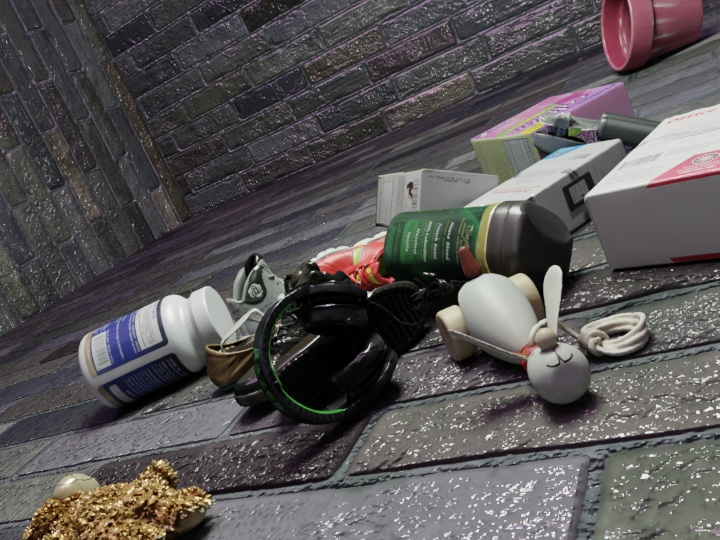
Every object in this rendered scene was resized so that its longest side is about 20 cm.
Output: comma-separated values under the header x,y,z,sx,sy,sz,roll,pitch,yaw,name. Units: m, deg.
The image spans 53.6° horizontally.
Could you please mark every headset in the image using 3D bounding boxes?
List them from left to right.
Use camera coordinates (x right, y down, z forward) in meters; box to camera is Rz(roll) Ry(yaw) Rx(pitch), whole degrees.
x,y,z,sx,sy,sz,roll,pitch,yaw,name
-0.003,0.060,0.664,0.198,0.125,0.094,-25,-2,-34,headset

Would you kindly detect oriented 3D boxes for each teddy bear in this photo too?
x,y,z,sx,sy,sz,roll,pitch,yaw,name
-0.215,0.211,0.617,0.144,0.068,0.199,-32,16,-31,teddy bear

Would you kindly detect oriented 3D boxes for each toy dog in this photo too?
x,y,z,sx,sy,sz,roll,pitch,yaw,name
0.124,0.032,0.595,0.131,0.097,0.199,-32,15,-24,toy dog

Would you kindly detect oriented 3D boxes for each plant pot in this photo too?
x,y,z,sx,sy,sz,roll,pitch,yaw,name
0.672,-0.575,1.639,0.176,0.203,0.200,-10,15,2,plant pot

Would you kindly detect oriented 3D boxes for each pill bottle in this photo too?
x,y,z,sx,sy,sz,roll,pitch,yaw,name
-0.285,0.105,1.013,0.197,0.117,0.116,-24,14,6,pill bottle

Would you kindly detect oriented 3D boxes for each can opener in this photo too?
x,y,z,sx,sy,sz,roll,pitch,yaw,name
0.337,-0.177,0.970,0.197,0.068,0.053,15,29,17,can opener

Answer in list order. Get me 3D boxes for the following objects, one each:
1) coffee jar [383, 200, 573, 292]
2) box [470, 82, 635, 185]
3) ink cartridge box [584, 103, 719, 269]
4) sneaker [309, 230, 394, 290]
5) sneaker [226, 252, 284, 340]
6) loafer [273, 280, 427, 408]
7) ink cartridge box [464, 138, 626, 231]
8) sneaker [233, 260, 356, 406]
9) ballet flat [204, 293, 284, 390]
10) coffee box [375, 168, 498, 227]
x,y,z,sx,sy,sz,roll,pitch,yaw,name
0.122,-0.022,0.765,0.103,0.087,0.199,18,-12,-36,coffee jar
0.302,-0.206,1.129,0.174,0.098,0.200,-29,15,-12,box
0.334,-0.091,0.690,0.199,0.085,0.144,-38,18,-36,ink cartridge box
0.000,0.000,0.980,0.198,0.078,0.085,-29,20,-9,sneaker
-0.107,0.016,1.018,0.199,0.117,0.074,-36,18,-35,sneaker
-0.018,0.072,0.751,0.198,0.074,0.071,-29,13,-20,loafer
0.231,-0.088,0.896,0.198,0.067,0.115,-31,15,-22,ink cartridge box
-0.078,0.064,0.810,0.198,0.115,0.076,-36,16,-28,sneaker
-0.109,0.075,0.900,0.198,0.073,0.068,-27,15,-5,ballet flat
0.102,-0.096,1.016,0.111,0.081,0.200,3,4,-15,coffee box
